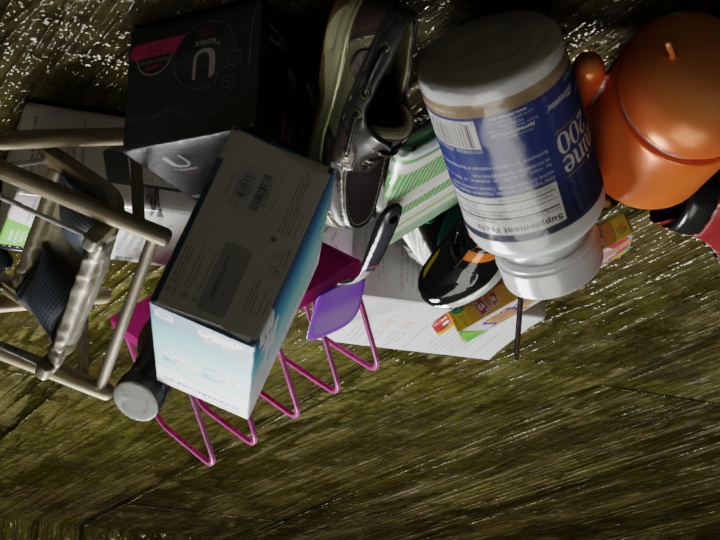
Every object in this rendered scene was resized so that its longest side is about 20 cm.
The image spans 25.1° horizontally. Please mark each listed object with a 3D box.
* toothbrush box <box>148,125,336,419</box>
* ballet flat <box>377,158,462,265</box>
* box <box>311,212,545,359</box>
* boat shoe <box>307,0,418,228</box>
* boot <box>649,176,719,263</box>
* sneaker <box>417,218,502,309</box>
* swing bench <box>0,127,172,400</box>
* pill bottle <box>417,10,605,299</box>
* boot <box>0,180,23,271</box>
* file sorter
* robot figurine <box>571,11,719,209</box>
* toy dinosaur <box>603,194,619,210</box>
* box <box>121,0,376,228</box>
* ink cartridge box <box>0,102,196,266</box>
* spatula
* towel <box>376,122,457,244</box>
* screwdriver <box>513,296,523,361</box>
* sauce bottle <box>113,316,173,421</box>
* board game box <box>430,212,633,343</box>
[{"bbox_3d":[-0.088,0.008,1.205,0.084,0.148,0.200,22,161,4],"label":"toothbrush box"},{"bbox_3d":[0.055,-0.045,1.488,0.069,0.070,0.200,-11,138,31],"label":"ballet flat"},{"bbox_3d":[0.065,0.008,1.609,0.198,0.108,0.152,7,159,-16],"label":"box"},{"bbox_3d":[0.005,-0.109,1.188,0.064,0.073,0.202,25,134,26],"label":"boat shoe"},{"bbox_3d":[0.337,-0.034,1.539,0.142,0.073,0.201,2,153,-1],"label":"boot"},{"bbox_3d":[0.110,-0.049,1.400,0.200,0.070,0.090,-39,135,23],"label":"sneaker"},{"bbox_3d":[-0.271,-0.018,1.284,0.198,0.131,0.200,9,132,-19],"label":"swing bench"},{"bbox_3d":[0.121,-0.082,1.210,0.110,0.111,0.201,-7,125,22],"label":"pill bottle"},{"bbox_3d":[-0.366,-0.036,1.559,0.196,0.074,0.163,9,158,0],"label":"boot"},{"bbox_3d":[-0.100,0.070,1.496,0.199,0.127,0.139,-29,-150,-23],"label":"file sorter"},{"bbox_3d":[0.235,-0.120,1.222,0.116,0.144,0.200,-35,171,-19],"label":"robot figurine"},{"bbox_3d":[0.232,-0.083,1.447,0.106,0.061,0.199,-13,174,-42],"label":"toy dinosaur"},{"bbox_3d":[-0.081,-0.112,1.269,0.121,0.107,0.200,-8,158,26],"label":"box"},{"bbox_3d":[-0.211,-0.070,1.433,0.198,0.085,0.145,8,160,-18],"label":"ink cartridge box"},{"bbox_3d":[0.000,0.000,1.376,0.056,0.021,0.200,-21,160,-30],"label":"spatula"},{"bbox_3d":[0.077,-0.092,1.339,0.152,0.023,0.200,-32,167,-14],"label":"towel"},{"bbox_3d":[0.147,-0.005,1.430,0.029,0.202,0.028,20,145,-25],"label":"screwdriver"},{"bbox_3d":[-0.145,0.050,1.355,0.064,0.201,0.065,11,128,14],"label":"sauce bottle"},{"bbox_3d":[0.157,0.013,1.483,0.198,0.030,0.096,-27,169,3],"label":"board game box"}]
